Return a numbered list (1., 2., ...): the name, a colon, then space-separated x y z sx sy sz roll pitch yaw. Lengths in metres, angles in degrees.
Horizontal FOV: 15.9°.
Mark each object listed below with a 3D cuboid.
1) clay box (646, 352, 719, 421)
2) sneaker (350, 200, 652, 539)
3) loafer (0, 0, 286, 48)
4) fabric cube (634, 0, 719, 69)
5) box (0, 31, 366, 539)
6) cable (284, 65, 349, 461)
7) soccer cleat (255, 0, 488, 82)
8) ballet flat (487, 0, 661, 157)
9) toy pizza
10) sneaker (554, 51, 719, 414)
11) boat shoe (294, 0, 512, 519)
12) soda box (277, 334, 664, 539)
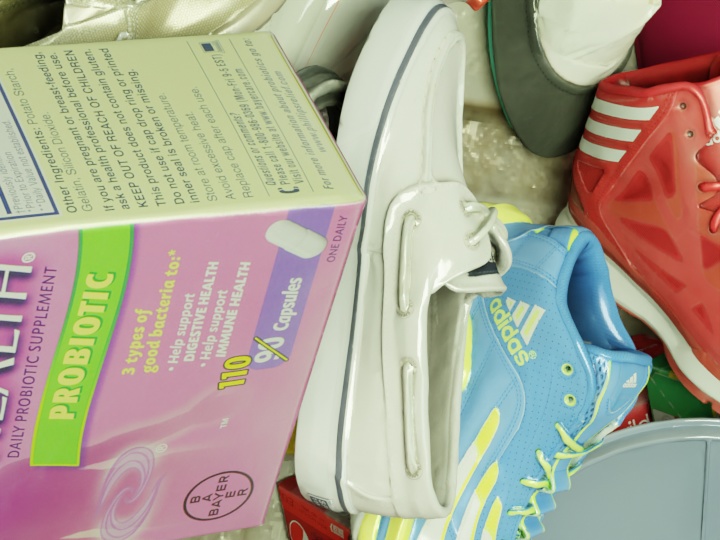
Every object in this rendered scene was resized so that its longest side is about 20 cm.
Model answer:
1. clay box: 0.222 0.057 1.147 0.200 0.048 0.115 -25 114 -30
2. sneaker: 0.057 0.069 1.016 0.076 0.105 0.200 7 83 -50
3. loafer: -0.096 -0.102 0.979 0.200 0.076 0.068 -44 126 -14
4. fabric cube: 0.249 -0.106 1.113 0.200 0.199 0.196 -21 113 -25
5. box: -0.122 0.016 0.929 0.200 0.097 0.176 -6 136 -26
6. cable: 0.000 0.000 1.041 0.097 0.050 0.200 -25 142 -30
7. soccer cleat: -0.033 -0.094 1.032 0.200 0.069 0.078 -37 88 -11
8. ballet flat: 0.091 -0.141 1.086 0.068 0.068 0.200 -12 108 -30
9. toy pizza: 0.141 0.150 1.087 0.200 0.032 0.200 1 111 3
10. sneaker: 0.156 -0.016 1.047 0.078 0.200 0.116 -29 137 -34
11. boat shoe: 0.024 -0.004 0.978 0.072 0.066 0.200 25 75 -69
12. soda box: 0.069 0.094 1.128 0.200 0.070 0.063 -22 113 -25
